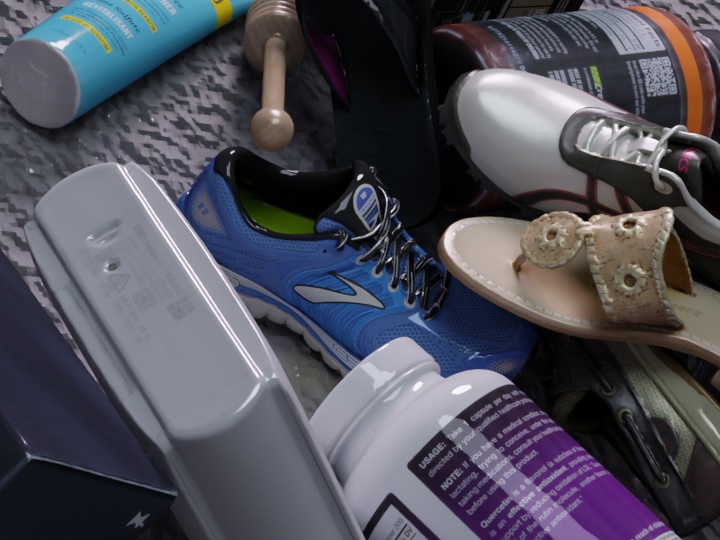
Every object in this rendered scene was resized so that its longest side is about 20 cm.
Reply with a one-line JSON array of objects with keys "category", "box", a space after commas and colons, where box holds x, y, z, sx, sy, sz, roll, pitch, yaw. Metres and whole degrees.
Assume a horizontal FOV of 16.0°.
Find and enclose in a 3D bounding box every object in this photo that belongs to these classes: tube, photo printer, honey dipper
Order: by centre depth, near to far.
[{"category": "photo printer", "box": [-0.064, 0.068, 1.130, 0.069, 0.200, 0.166, -31, 49, -7]}, {"category": "honey dipper", "box": [-0.046, -0.106, 1.369, 0.038, 0.038, 0.200, 19, 19, -8]}, {"category": "tube", "box": [-0.123, -0.139, 1.416, 0.077, 0.050, 0.200, 41, 38, 4]}]

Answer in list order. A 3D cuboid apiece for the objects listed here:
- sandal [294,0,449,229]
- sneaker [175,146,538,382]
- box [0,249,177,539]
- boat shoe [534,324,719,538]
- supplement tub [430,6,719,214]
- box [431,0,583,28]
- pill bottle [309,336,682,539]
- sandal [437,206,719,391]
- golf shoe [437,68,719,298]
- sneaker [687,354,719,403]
[{"category": "sandal", "box": [0.003, -0.121, 1.377, 0.048, 0.075, 0.201, -2, 76, -66]}, {"category": "sneaker", "box": [0.000, 0.000, 1.302, 0.200, 0.089, 0.079, 24, 43, -3]}, {"category": "box", "box": [-0.216, 0.074, 1.016, 0.198, 0.200, 0.123, 50, 11, 24]}, {"category": "boat shoe", "box": [0.124, 0.055, 1.325, 0.065, 0.073, 0.200, -38, 55, -9]}, {"category": "supplement tub", "box": [0.126, -0.093, 1.448, 0.200, 0.107, 0.107, -8, 52, -33]}, {"category": "box", "box": [0.065, -0.215, 1.466, 0.163, 0.200, 0.086, -6, 51, -31]}, {"category": "pill bottle", "box": [0.068, 0.125, 1.195, 0.200, 0.113, 0.112, 43, 44, 17]}, {"category": "sandal", "box": [0.149, 0.000, 1.276, 0.211, 0.070, 0.078, 24, 37, -6]}, {"category": "golf shoe", "box": [0.138, -0.057, 1.317, 0.200, 0.088, 0.077, 28, 64, -1]}, {"category": "sneaker", "box": [0.216, 0.040, 1.389, 0.087, 0.075, 0.200, 9, 45, -26]}]
